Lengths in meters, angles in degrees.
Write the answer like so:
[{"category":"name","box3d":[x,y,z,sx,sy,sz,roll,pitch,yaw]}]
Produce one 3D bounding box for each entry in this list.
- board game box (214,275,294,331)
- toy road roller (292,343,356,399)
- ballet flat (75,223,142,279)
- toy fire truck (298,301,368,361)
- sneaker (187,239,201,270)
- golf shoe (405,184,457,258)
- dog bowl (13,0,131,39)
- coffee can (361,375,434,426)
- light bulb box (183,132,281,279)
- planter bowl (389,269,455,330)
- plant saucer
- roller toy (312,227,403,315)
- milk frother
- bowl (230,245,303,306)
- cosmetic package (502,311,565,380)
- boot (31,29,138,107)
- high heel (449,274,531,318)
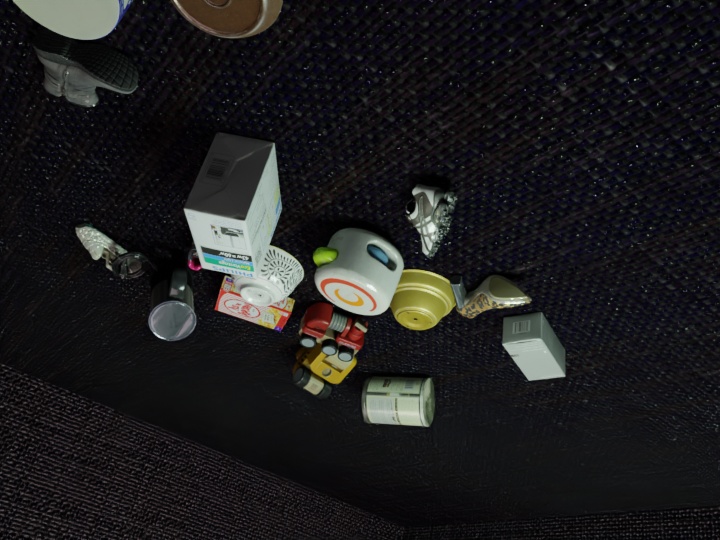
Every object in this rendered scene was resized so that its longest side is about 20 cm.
[{"category":"board game box","box3d":[-0.291,0.092,1.812,0.197,0.047,0.152,20,152,-9]},{"category":"toy road roller","box3d":[-0.121,0.271,1.995,0.122,0.147,0.200,35,104,-32]},{"category":"ballet flat","box3d":[-0.656,-0.045,1.723,0.071,0.073,0.199,-17,136,39]},{"category":"toy fire truck","box3d":[-0.057,0.148,1.767,0.173,0.130,0.201,22,135,-14]},{"category":"sneaker","box3d":[-0.351,-0.063,1.574,0.080,0.076,0.199,26,145,-21]},{"category":"golf shoe","box3d":[0.136,-0.107,1.347,0.093,0.078,0.201,25,148,13]},{"category":"dog bowl","box3d":[-0.441,-0.453,0.995,0.196,0.080,0.201,10,148,6]},{"category":"coffee can","box3d":[0.119,0.404,2.059,0.196,0.149,0.147,-1,146,21]},{"category":"light bulb box","box3d":[-0.244,-0.125,1.320,0.122,0.201,0.201,11,147,5]},{"category":"planter bowl","box3d":[0.139,0.088,1.621,0.196,0.085,0.202,10,148,6]},{"category":"plant saucer","box3d":[-0.215,-0.427,0.998,0.196,0.035,0.202,10,149,6]},{"category":"roller toy","box3d":[0.000,0.000,1.482,0.179,0.142,0.201,14,152,18]},{"category":"milk frother","box3d":[-0.523,0.055,1.678,0.196,0.189,0.184,-8,122,-13]},{"category":"bowl","box3d":[-0.246,0.026,1.656,0.196,0.096,0.202,9,147,5]},{"category":"cosmetic package","box3d":[0.440,0.194,1.675,0.105,0.091,0.200,-13,137,31]},{"category":"boot","box3d":[-0.488,-0.346,1.203,0.197,0.071,0.132,25,151,1]},{"category":"high heel","box3d":[0.310,0.077,1.547,0.197,0.072,0.144,12,147,31]}]
